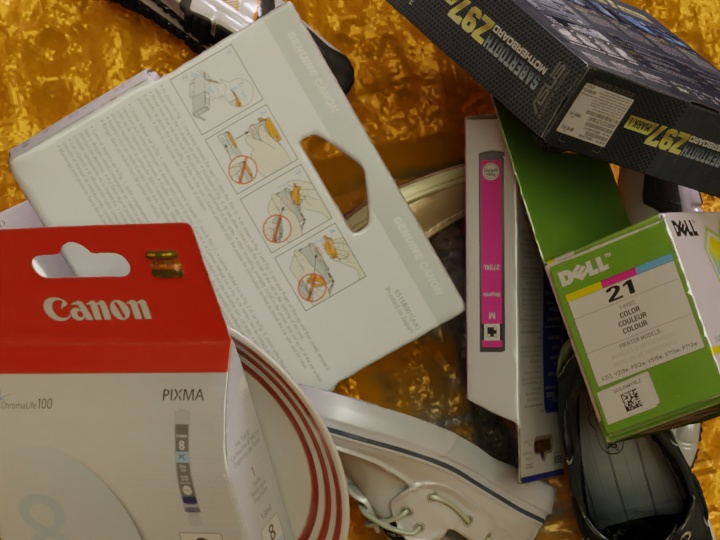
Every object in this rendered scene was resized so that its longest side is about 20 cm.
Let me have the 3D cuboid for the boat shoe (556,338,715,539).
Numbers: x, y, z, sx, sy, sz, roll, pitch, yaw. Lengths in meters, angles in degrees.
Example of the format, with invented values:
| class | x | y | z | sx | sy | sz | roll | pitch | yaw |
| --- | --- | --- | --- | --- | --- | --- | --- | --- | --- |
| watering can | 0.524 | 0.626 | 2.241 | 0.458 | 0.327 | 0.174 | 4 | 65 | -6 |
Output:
| class | x | y | z | sx | sy | sz | roll | pitch | yaw |
| --- | --- | --- | --- | --- | --- | --- | --- | --- | --- |
| boat shoe | 0.154 | 0.132 | 1.444 | 0.074 | 0.066 | 0.200 | -10 | 108 | 9 |

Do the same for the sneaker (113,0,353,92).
| class | x | y | z | sx | sy | sz | roll | pitch | yaw |
| --- | --- | --- | --- | --- | --- | --- | --- | --- | --- |
| sneaker | -0.083 | -0.168 | 1.484 | 0.200 | 0.074 | 0.080 | 34 | 73 | -3 |

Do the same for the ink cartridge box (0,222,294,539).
| class | x | y | z | sx | sy | sz | roll | pitch | yaw |
| --- | --- | --- | --- | --- | --- | --- | --- | --- | --- |
| ink cartridge box | -0.133 | 0.074 | 1.355 | 0.047 | 0.160 | 0.200 | -48 | 129 | -50 |

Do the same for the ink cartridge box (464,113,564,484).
| class | x | y | z | sx | sy | sz | roll | pitch | yaw |
| --- | --- | --- | --- | --- | --- | --- | --- | --- | --- |
| ink cartridge box | 0.087 | 0.015 | 1.438 | 0.037 | 0.095 | 0.200 | -3 | 88 | 19 |

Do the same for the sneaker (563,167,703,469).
| class | x | y | z | sx | sy | sz | roll | pitch | yaw |
| --- | --- | --- | --- | --- | --- | --- | --- | --- | --- |
| sneaker | 0.153 | 0.020 | 1.498 | 0.080 | 0.074 | 0.200 | 4 | 78 | -8 |

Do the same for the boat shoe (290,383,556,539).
| class | x | y | z | sx | sy | sz | roll | pitch | yaw |
| --- | --- | --- | --- | --- | --- | --- | --- | --- | --- |
| boat shoe | 0.033 | 0.120 | 1.417 | 0.200 | 0.074 | 0.067 | 26 | 81 | -39 |

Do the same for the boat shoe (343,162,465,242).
| class | x | y | z | sx | sy | sz | roll | pitch | yaw |
| --- | --- | --- | --- | --- | --- | --- | --- | --- | --- |
| boat shoe | 0.000 | 0.000 | 1.478 | 0.200 | 0.071 | 0.065 | -29 | 90 | -5 |

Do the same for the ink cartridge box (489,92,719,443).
| class | x | y | z | sx | sy | sz | roll | pitch | yaw |
| --- | --- | --- | --- | --- | --- | --- | --- | --- | --- |
| ink cartridge box | 0.155 | -0.018 | 1.393 | 0.076 | 0.148 | 0.200 | -22 | 82 | 26 |

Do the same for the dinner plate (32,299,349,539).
| class | x | y | z | sx | sy | sz | roll | pitch | yaw |
| --- | --- | --- | --- | --- | --- | --- | --- | --- | --- |
| dinner plate | -0.092 | 0.101 | 1.392 | 0.200 | 0.200 | 0.024 | 44 | 40 | 0 |

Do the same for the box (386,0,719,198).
| class | x | y | z | sx | sy | sz | roll | pitch | yaw |
| --- | --- | --- | --- | --- | --- | --- | --- | --- | --- |
| box | 0.127 | -0.107 | 1.398 | 0.200 | 0.158 | 0.051 | 14 | 114 | -45 |

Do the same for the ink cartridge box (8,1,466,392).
| class | x | y | z | sx | sy | sz | roll | pitch | yaw |
| --- | --- | --- | --- | --- | --- | --- | --- | --- | --- |
| ink cartridge box | -0.066 | -0.021 | 1.407 | 0.173 | 0.044 | 0.200 | -30 | 102 | 0 |

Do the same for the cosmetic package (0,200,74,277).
| class | x | y | z | sx | sy | sz | roll | pitch | yaw |
| --- | --- | --- | --- | --- | --- | --- | --- | --- | --- |
| cosmetic package | -0.130 | -0.020 | 1.463 | 0.200 | 0.051 | 0.083 | -26 | 84 | -15 |
